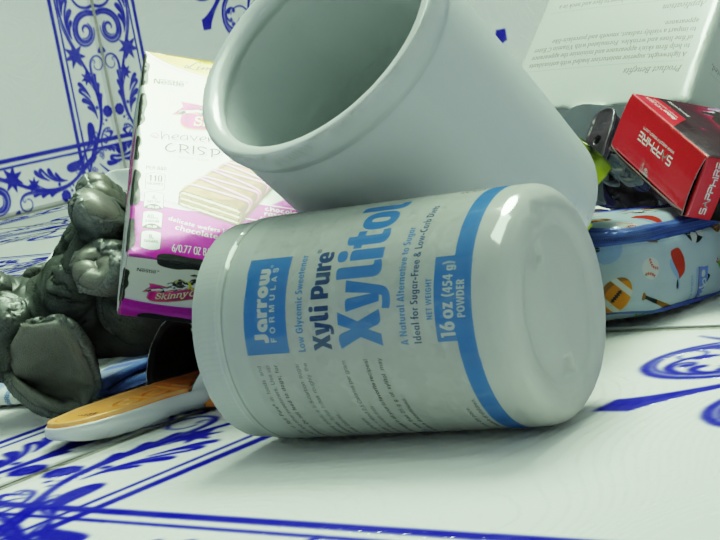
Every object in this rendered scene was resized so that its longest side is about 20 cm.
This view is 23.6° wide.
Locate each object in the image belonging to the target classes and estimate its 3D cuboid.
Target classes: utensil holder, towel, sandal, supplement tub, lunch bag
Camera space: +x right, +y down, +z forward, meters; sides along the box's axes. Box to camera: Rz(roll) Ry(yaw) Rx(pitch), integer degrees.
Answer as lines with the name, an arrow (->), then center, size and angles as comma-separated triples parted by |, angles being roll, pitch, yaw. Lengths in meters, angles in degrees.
utensil holder -> 0.029, -0.083, 1.065 | 0.170, 0.200, 0.170 | -25, 44, 26
towel -> -0.231, 0.077, 1.340 | 0.200, 0.024, 0.147 | -5, 10, 33
sandal -> -0.120, 0.062, 1.148 | 0.207, 0.059, 0.079 | -17, 10, -43
supplement tub -> 0.022, 0.026, 0.955 | 0.200, 0.132, 0.132 | -7, 8, 30
lunch bag -> 0.154, -0.006, 1.231 | 0.200, 0.076, 0.160 | -2, 9, 43

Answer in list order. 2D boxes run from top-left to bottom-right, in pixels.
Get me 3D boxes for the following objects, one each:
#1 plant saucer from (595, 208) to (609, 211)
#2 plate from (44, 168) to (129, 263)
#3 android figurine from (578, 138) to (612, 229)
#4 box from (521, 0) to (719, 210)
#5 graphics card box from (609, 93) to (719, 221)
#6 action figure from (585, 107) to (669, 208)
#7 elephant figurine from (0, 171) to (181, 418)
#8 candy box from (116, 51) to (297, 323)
plant saucer -> 0.149, -0.024, 1.526 | 0.200, 0.035, 0.200 | -11, 7, 1
plate -> -0.169, -0.008, 1.380 | 0.200, 0.032, 0.200 | -1, 47, 34
android figurine -> 0.075, -0.021, 1.165 | 0.200, 0.041, 0.182 | -45, 38, 5
box -> 0.268, -0.138, 1.457 | 0.199, 0.131, 0.200 | 2, -27, 49
graphics card box -> 0.294, -0.070, 1.227 | 0.200, 0.051, 0.125 | 9, 22, -21
action figure -> 0.234, -0.054, 1.334 | 0.200, 0.069, 0.130 | 21, -23, -31
elephant figurine -> -0.223, 0.034, 1.216 | 0.200, 0.155, 0.142 | -38, -17, 10
candy box -> -0.088, -0.054, 1.157 | 0.136, 0.061, 0.200 | 7, 45, -11
